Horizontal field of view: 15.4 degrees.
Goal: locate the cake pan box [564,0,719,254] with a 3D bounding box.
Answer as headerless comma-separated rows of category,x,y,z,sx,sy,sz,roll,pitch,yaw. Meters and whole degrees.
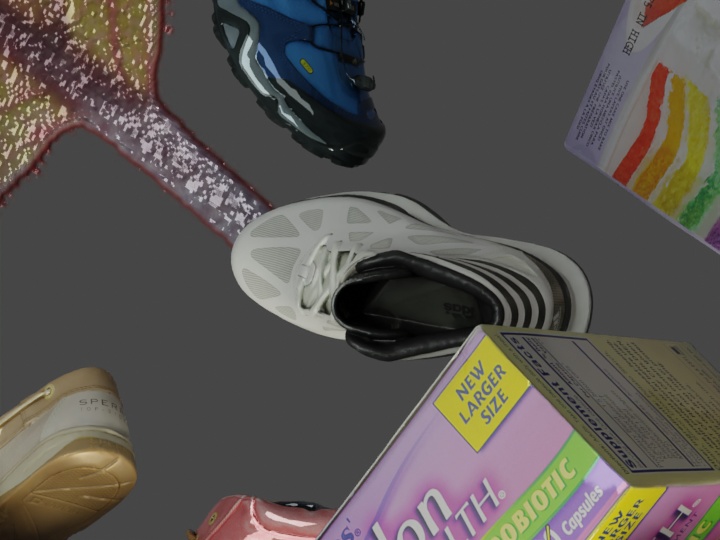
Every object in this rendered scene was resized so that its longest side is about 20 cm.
cake pan box,0.184,-0.108,1.145,0.184,0.052,0.201,43,113,55

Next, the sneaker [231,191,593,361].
sneaker,0.000,0.000,1.265,0.199,0.115,0.076,10,92,34

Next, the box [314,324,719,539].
box,0.080,0.124,1.154,0.097,0.200,0.176,46,110,27

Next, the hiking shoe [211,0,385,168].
hiking shoe,-0.029,-0.148,1.319,0.087,0.074,0.201,-34,69,28

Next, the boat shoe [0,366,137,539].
boat shoe,-0.187,0.115,1.415,0.200,0.073,0.070,-33,46,36

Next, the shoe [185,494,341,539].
shoe,-0.074,0.158,1.335,0.199,0.071,0.092,-1,82,30
